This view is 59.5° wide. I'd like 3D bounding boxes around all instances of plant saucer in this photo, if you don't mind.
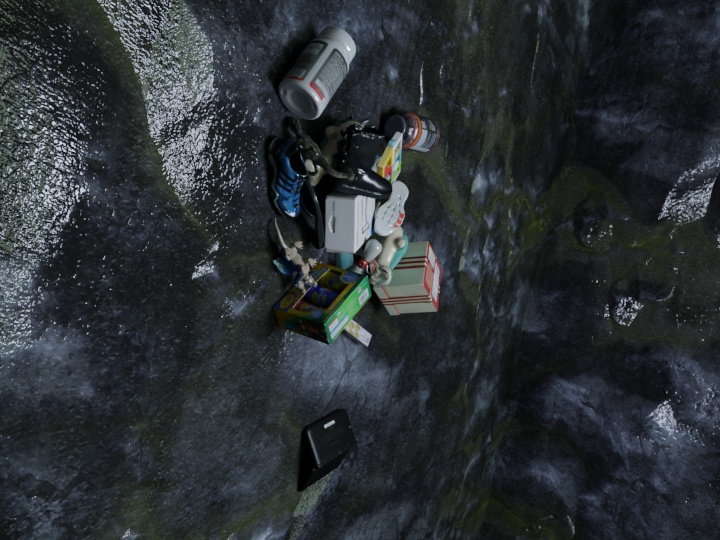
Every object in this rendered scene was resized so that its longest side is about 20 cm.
[{"bbox_3d":[-0.040,0.009,1.807,0.070,0.019,0.203,-36,131,-47],"label":"plant saucer"}]

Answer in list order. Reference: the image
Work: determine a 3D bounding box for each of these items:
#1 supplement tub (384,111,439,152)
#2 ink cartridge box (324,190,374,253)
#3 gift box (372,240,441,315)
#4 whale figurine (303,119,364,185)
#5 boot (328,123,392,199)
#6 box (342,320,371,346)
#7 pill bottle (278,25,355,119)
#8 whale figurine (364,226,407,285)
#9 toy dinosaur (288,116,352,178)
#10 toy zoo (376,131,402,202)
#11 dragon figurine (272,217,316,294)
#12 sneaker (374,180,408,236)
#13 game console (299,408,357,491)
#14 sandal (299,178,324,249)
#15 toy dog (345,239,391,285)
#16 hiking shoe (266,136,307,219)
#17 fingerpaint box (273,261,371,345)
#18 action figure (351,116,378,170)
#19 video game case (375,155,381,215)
[{"bbox_3d":[0.149,-0.412,1.871,0.199,0.106,0.109,-4,105,-57],"label":"supplement tub"},{"bbox_3d":[-0.024,-0.144,1.663,0.200,0.083,0.148,-53,147,-64],"label":"ink cartridge box"},{"bbox_3d":[0.141,0.017,1.949,0.185,0.184,0.202,60,32,-45],"label":"gift box"},{"bbox_3d":[-0.069,-0.300,1.598,0.199,0.104,0.160,-36,136,-14],"label":"whale figurine"},{"bbox_3d":[0.020,-0.269,1.561,0.196,0.073,0.164,3,120,-33],"label":"boot"},{"bbox_3d":[-0.028,0.172,1.865,0.200,0.038,0.042,46,64,-54],"label":"box"},{"bbox_3d":[-0.095,-0.459,1.458,0.201,0.113,0.114,-61,145,-24],"label":"pill bottle"},{"bbox_3d":[0.078,-0.042,1.818,0.103,0.158,0.202,36,43,-34],"label":"whale figurine"},{"bbox_3d":[-0.118,-0.267,1.492,0.200,0.088,0.048,45,40,-7],"label":"toy dinosaur"},{"bbox_3d":[0.082,-0.299,1.787,0.201,0.020,0.132,87,29,-62],"label":"toy zoo"},{"bbox_3d":[-0.172,-0.027,1.538,0.200,0.099,0.059,48,55,-14],"label":"dragon figurine"},{"bbox_3d":[0.081,-0.163,1.791,0.082,0.077,0.201,-46,-166,52],"label":"sneaker"},{"bbox_3d":[-0.113,0.531,1.881,0.199,0.115,0.178,-14,83,-56],"label":"game console"},{"bbox_3d":[-0.130,-0.135,1.567,0.048,0.075,0.203,-25,126,-22],"label":"sandal"},{"bbox_3d":[0.000,0.000,1.724,0.133,0.199,0.096,61,25,0],"label":"toy dog"},{"bbox_3d":[-0.163,-0.208,1.465,0.074,0.086,0.202,-42,134,-43],"label":"hiking shoe"},{"bbox_3d":[-0.095,0.077,1.603,0.200,0.165,0.074,-47,139,-37],"label":"fingerpaint box"},{"bbox_3d":[0.016,-0.307,1.717,0.054,0.119,0.202,-14,130,-15],"label":"action figure"},{"bbox_3d":[0.045,-0.232,1.854,0.143,0.018,0.203,3,98,-59],"label":"video game case"}]
